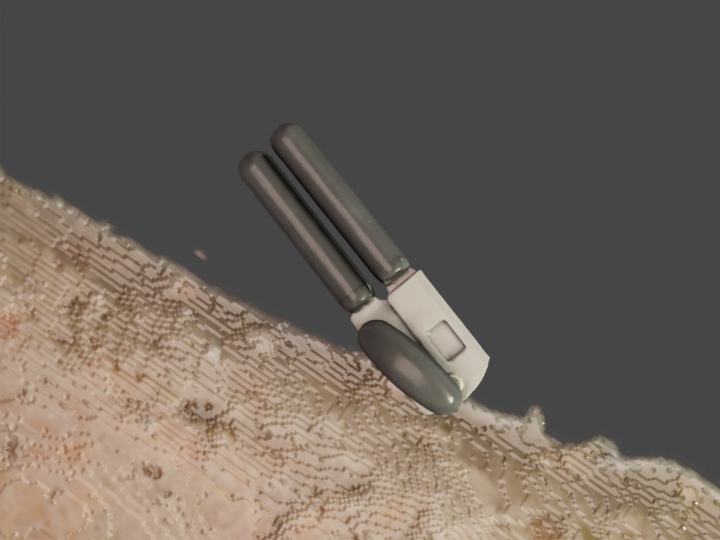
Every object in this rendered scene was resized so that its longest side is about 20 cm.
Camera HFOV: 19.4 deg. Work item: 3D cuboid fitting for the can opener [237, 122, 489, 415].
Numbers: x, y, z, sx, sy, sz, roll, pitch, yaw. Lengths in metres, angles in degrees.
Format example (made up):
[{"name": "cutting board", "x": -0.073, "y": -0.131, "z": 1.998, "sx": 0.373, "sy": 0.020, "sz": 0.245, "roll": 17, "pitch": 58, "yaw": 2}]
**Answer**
[{"name": "can opener", "x": 0.000, "y": 0.000, "z": 1.251, "sx": 0.053, "sy": 0.067, "sz": 0.200, "roll": -39, "pitch": 85, "yaw": 8}]
